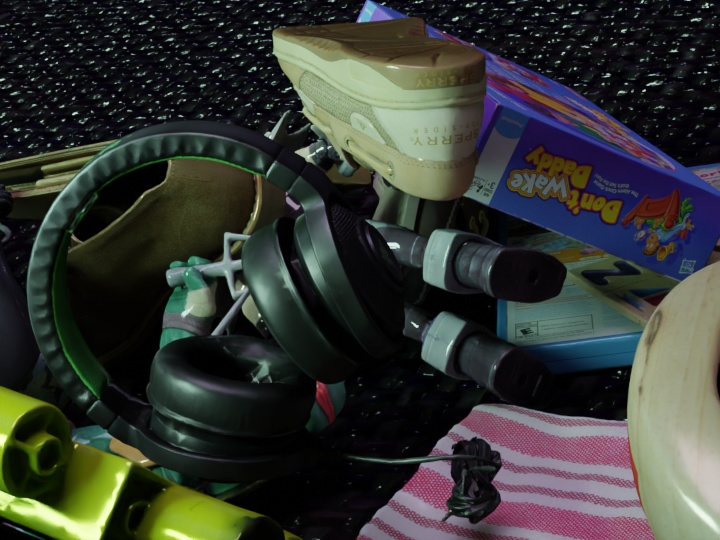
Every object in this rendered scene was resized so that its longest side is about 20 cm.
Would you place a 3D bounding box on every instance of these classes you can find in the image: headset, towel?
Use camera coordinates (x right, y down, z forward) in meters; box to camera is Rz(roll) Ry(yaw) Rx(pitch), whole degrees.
[{"bbox_3d":[-0.028,0.027,0.764,0.124,0.200,0.094,-51,4,16],"label":"headset"},{"bbox_3d":[0.070,0.104,0.794,0.146,0.030,0.200,5,28,31],"label":"towel"}]

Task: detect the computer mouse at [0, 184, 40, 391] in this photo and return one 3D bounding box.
[{"bbox_3d":[-0.206,0.010,0.915,0.138,0.053,0.200,-28,30,-12],"label":"computer mouse"}]

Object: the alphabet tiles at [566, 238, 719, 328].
[{"bbox_3d":[0.208,-0.007,0.975,0.199,0.006,0.166,-16,25,-22],"label":"alphabet tiles"}]

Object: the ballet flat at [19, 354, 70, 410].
[{"bbox_3d":[-0.224,0.089,0.929,0.199,0.075,0.074,-14,23,-4],"label":"ballet flat"}]

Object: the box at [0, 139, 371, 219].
[{"bbox_3d":[-0.114,-0.046,1.092,0.163,0.021,0.200,-9,-4,32],"label":"box"}]

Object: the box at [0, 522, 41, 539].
[{"bbox_3d":[-0.204,0.107,0.676,0.182,0.200,0.105,10,74,40],"label":"box"}]

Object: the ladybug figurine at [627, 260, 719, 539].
[{"bbox_3d":[0.162,0.066,0.760,0.135,0.072,0.200,22,36,7],"label":"ladybug figurine"}]

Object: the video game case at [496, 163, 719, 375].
[{"bbox_3d":[0.141,-0.004,1.028,0.142,0.018,0.200,-8,23,8],"label":"video game case"}]

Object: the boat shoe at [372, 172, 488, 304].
[{"bbox_3d":[0.040,-0.033,1.074,0.059,0.072,0.200,28,22,-8],"label":"boat shoe"}]

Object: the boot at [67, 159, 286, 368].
[{"bbox_3d":[-0.123,-0.008,0.978,0.075,0.074,0.200,9,-31,-37],"label":"boot"}]

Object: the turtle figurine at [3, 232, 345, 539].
[{"bbox_3d":[-0.081,0.064,0.866,0.199,0.101,0.150,-26,15,-1],"label":"turtle figurine"}]

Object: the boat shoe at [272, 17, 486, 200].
[{"bbox_3d":[0.004,-0.075,0.909,0.071,0.065,0.200,-7,14,-11],"label":"boat shoe"}]

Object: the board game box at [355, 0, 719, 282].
[{"bbox_3d":[0.079,-0.067,1.000,0.134,0.045,0.200,21,13,-23],"label":"board game box"}]

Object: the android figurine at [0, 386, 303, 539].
[{"bbox_3d":[-0.094,0.078,0.702,0.199,0.182,0.041,16,78,37],"label":"android figurine"}]

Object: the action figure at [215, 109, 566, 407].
[{"bbox_3d":[0.000,0.000,0.952,0.199,0.131,0.069,22,13,36],"label":"action figure"}]
